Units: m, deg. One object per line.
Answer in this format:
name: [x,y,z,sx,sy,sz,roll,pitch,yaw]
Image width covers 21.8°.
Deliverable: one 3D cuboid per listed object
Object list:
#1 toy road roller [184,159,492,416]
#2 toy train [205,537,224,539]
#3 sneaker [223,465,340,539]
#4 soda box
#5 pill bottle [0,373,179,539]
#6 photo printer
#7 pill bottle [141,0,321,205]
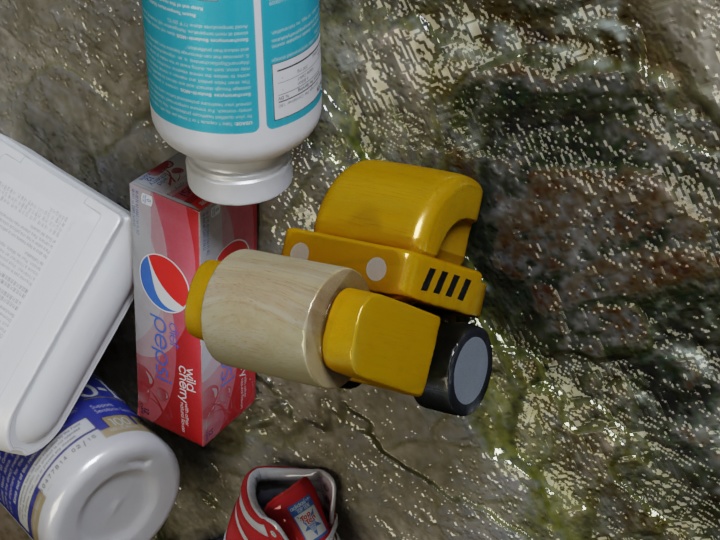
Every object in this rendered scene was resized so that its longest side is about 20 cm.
toy road roller: [0.000,0.000,1.139,0.122,0.199,0.147,10,87,33]
toy train: [-0.167,0.256,1.538,0.199,0.042,0.057,-18,94,44]
sneaker: [-0.019,0.223,1.371,0.199,0.071,0.113,34,137,21]
soda box: [-0.116,0.020,1.322,0.063,0.070,0.202,21,128,27]
pill bottle: [-0.240,0.126,1.431,0.200,0.119,0.121,38,137,36]
photo printer: [-0.251,0.023,1.350,0.166,0.069,0.201,29,90,33]
pill bottle: [-0.079,-0.144,1.159,0.110,0.111,0.202,20,127,29]
